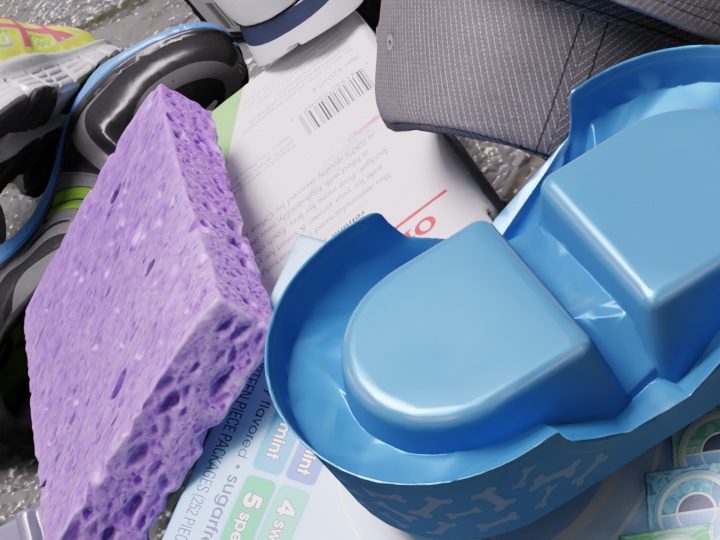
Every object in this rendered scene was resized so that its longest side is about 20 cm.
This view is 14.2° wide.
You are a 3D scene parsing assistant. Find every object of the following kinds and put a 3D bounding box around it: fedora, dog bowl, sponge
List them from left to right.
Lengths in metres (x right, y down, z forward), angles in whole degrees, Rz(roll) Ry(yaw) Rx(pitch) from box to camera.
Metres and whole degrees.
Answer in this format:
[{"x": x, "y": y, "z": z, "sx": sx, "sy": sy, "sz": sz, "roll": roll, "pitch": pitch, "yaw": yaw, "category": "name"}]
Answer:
[{"x": -0.080, "y": 0.018, "z": 1.036, "sx": 0.112, "sy": 0.030, "sz": 0.200, "roll": -58, "pitch": 20, "yaw": 17, "category": "sponge"}, {"x": 0.064, "y": -0.078, "z": 1.021, "sx": 0.200, "sy": 0.176, "sz": 0.091, "roll": -132, "pitch": 60, "yaw": -73, "category": "fedora"}, {"x": 0.068, "y": 0.010, "z": 0.902, "sx": 0.199, "sy": 0.050, "sz": 0.112, "roll": -32, "pitch": 49, "yaw": -9, "category": "dog bowl"}]

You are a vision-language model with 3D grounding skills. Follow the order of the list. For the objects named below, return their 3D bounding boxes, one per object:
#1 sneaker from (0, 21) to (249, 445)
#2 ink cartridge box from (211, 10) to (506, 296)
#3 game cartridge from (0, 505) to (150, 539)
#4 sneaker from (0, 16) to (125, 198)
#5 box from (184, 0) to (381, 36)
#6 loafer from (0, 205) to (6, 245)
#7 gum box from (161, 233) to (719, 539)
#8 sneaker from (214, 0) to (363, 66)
[{"x": -0.104, "y": -0.011, "z": 1.196, "sx": 0.083, "sy": 0.071, "sz": 0.200, "roll": 30, "pitch": 83, "yaw": 47, "category": "sneaker"}, {"x": 0.000, "y": 0.000, "z": 1.091, "sx": 0.117, "sy": 0.067, "sz": 0.200, "roll": -37, "pitch": 38, "yaw": 5, "category": "ink cartridge box"}, {"x": -0.153, "y": 0.173, "z": 1.059, "sx": 0.199, "sy": 0.038, "sz": 0.130, "roll": -27, "pitch": 60, "yaw": 20, "category": "game cartridge"}, {"x": -0.162, "y": -0.083, "z": 1.230, "sx": 0.078, "sy": 0.090, "sz": 0.200, "roll": -57, "pitch": -6, "yaw": 8, "category": "sneaker"}, {"x": 0.020, "y": -0.191, "z": 1.277, "sx": 0.142, "sy": 0.036, "sz": 0.201, "roll": 1, "pitch": 54, "yaw": 41, "category": "box"}, {"x": -0.223, "y": 0.045, "z": 1.256, "sx": 0.200, "sy": 0.075, "sz": 0.070, "roll": -52, "pitch": 7, "yaw": -9, "category": "loafer"}, {"x": 0.037, "y": 0.093, "z": 0.930, "sx": 0.199, "sy": 0.045, "sz": 0.171, "roll": 16, "pitch": 72, "yaw": 27, "category": "gum box"}, {"x": -0.031, "y": -0.167, "z": 1.191, "sx": 0.076, "sy": 0.081, "sz": 0.200, "roll": -34, "pitch": 24, "yaw": 21, "category": "sneaker"}]
